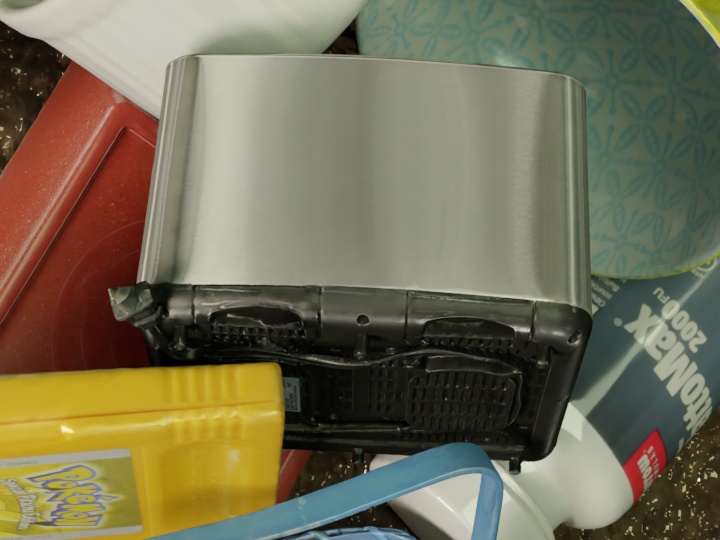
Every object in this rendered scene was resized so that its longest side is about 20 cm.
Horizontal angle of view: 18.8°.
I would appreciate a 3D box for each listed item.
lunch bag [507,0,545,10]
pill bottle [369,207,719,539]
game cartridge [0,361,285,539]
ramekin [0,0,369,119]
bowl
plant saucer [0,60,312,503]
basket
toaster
[{"bbox_3d":[0.083,-0.201,1.055,0.199,0.075,0.161,21,80,-22],"label":"lunch bag"},{"bbox_3d":[0.103,0.052,1.037,0.200,0.119,0.120,-46,106,-16],"label":"pill bottle"},{"bbox_3d":[-0.131,0.083,0.883,0.198,0.177,0.033,-2,69,-4],"label":"game cartridge"},{"bbox_3d":[-0.057,-0.157,0.933,0.098,0.200,0.201,40,76,-26],"label":"ramekin"},{"bbox_3d":[0.108,-0.105,0.960,0.200,0.200,0.108,51,54,-15],"label":"bowl"},{"bbox_3d":[-0.092,0.030,1.000,0.199,0.037,0.201,35,76,-19],"label":"plant saucer"},{"bbox_3d":[-0.022,0.167,0.941,0.175,0.139,0.201,-15,131,-14],"label":"basket"},{"bbox_3d":[0.000,0.000,0.892,0.179,0.200,0.120,2,69,1],"label":"toaster"}]
